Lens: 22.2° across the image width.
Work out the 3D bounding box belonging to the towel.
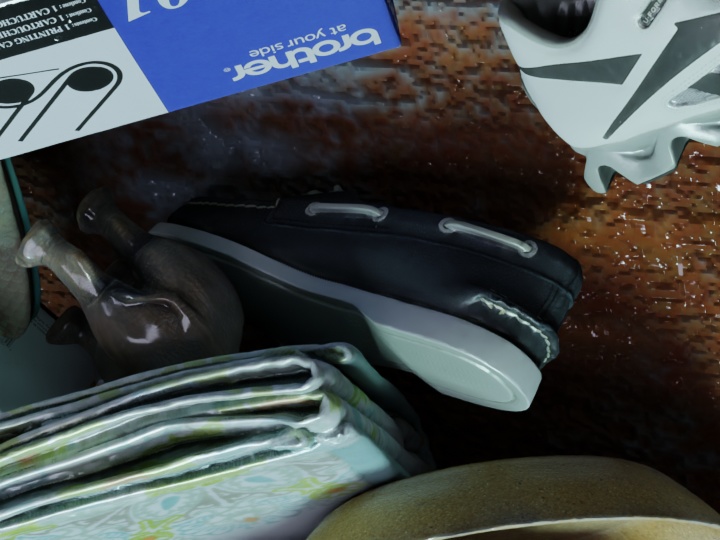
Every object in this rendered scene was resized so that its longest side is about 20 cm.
[{"bbox_3d":[-0.064,0.083,0.745,0.170,0.048,0.200,-15,161,8],"label":"towel"}]

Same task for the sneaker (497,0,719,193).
[{"bbox_3d":[0.126,-0.097,0.590,0.199,0.074,0.089,-26,114,38],"label":"sneaker"}]

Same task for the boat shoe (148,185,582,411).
[{"bbox_3d":[0.000,0.000,0.736,0.199,0.061,0.076,20,159,34],"label":"boat shoe"}]

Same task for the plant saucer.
[{"bbox_3d":[0.057,0.114,0.765,0.199,0.036,0.200,-7,158,-3],"label":"plant saucer"}]

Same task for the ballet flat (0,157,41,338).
[{"bbox_3d":[-0.181,-0.063,0.733,0.067,0.062,0.201,3,108,52],"label":"ballet flat"}]

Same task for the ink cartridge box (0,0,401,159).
[{"bbox_3d":[-0.092,-0.091,0.642,0.199,0.044,0.094,-16,155,6],"label":"ink cartridge box"}]

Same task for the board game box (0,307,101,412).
[{"bbox_3d":[-0.232,0.088,0.890,0.105,0.103,0.200,42,132,-11],"label":"board game box"}]

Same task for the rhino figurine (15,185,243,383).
[{"bbox_3d":[-0.084,0.035,0.776,0.087,0.060,0.200,35,163,13],"label":"rhino figurine"}]
